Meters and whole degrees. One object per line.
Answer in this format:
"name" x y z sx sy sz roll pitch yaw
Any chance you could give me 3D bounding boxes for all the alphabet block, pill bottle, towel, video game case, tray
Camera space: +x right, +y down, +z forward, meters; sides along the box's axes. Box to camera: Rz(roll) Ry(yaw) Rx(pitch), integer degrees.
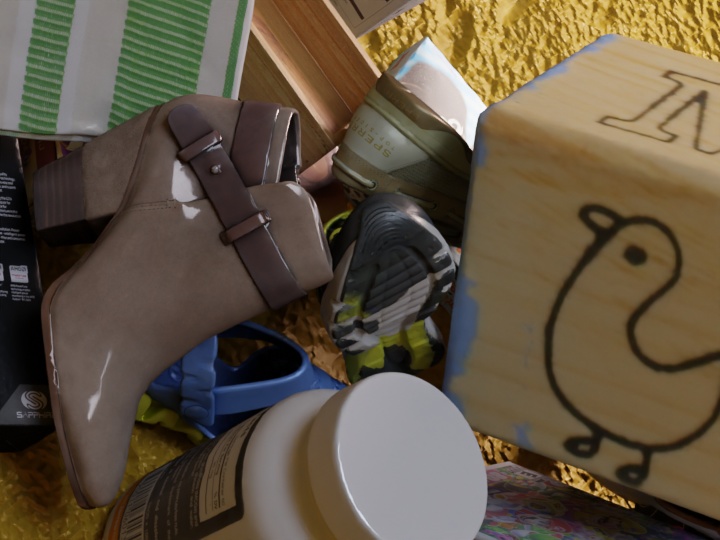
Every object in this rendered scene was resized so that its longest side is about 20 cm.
"alphabet block" 0.180 -0.001 1.328 0.196 0.199 0.197 -36 137 -54
"pill bottle" -0.034 0.127 1.192 0.116 0.199 0.117 19 58 -33
"towel" -0.144 -0.137 1.214 0.199 0.023 0.154 4 104 -31
"video game case" 0.124 0.153 1.326 0.143 0.199 0.018 -4 110 -54
"tray" -0.066 -0.155 1.338 0.201 0.037 0.099 55 29 -3

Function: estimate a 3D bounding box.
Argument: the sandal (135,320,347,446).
"sandal" -0.054 0.067 1.288 0.199 0.087 0.080 27 51 -31

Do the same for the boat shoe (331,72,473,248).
"boat shoe" 0.038 -0.049 1.359 0.073 0.063 0.201 41 1 21

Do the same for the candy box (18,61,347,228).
"candy box" -0.104 -0.073 1.335 0.199 0.056 0.118 12 60 -39

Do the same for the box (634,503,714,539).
"box" 0.247 0.218 1.437 0.114 0.132 0.201 30 51 -35

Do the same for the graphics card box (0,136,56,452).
"graphics card box" -0.225 -0.009 1.200 0.125 0.051 0.202 3 66 -41

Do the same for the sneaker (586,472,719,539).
"sneaker" 0.181 0.104 1.405 0.073 0.199 0.085 -55 135 -6

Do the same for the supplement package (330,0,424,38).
"supplement package" 0.043 -0.264 1.522 0.200 0.111 0.156 -34 92 -45

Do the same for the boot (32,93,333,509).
"boot" -0.085 0.010 1.200 0.070 0.145 0.202 50 31 -80

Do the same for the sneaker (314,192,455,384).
"sneaker" 0.000 0.000 1.290 0.074 0.200 0.085 -23 69 -10

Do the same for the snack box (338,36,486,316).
"snack box" 0.071 -0.034 1.481 0.200 0.037 0.116 49 46 -12
